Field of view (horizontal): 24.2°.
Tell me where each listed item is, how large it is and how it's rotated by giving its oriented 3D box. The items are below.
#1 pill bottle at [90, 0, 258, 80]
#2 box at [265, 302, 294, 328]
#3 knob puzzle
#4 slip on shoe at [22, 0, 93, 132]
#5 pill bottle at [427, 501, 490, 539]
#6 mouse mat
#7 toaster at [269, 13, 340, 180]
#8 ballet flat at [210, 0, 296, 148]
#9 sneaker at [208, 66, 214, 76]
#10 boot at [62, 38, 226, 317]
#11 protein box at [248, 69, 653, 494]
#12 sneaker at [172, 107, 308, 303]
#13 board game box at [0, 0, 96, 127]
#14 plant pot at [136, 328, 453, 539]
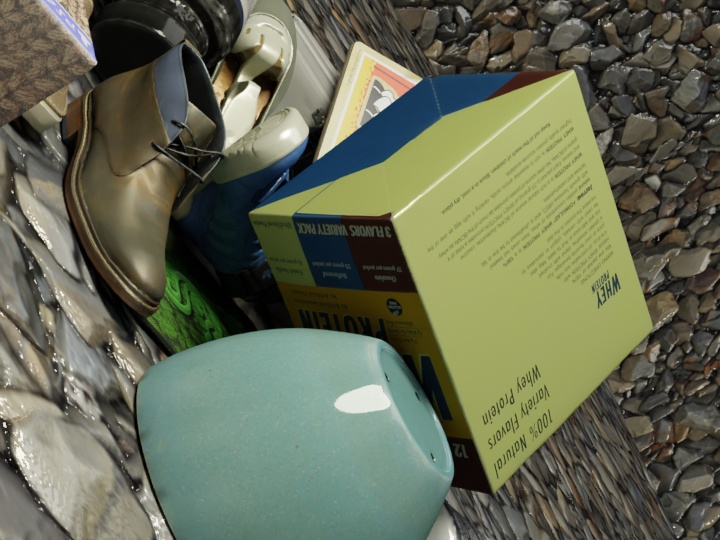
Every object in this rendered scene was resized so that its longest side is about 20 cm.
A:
[{"bbox_3d":[-0.130,-0.225,1.282,0.112,0.111,0.201,53,45,-34],"label":"pill bottle"},{"bbox_3d":[0.000,0.000,1.289,0.145,0.199,0.037,53,48,-36],"label":"box"},{"bbox_3d":[0.057,-0.070,1.367,0.218,0.030,0.222,12,66,-29],"label":"knob puzzle"},{"bbox_3d":[-0.206,-0.166,1.094,0.076,0.060,0.201,53,13,-33],"label":"slip on shoe"},{"bbox_3d":[0.056,0.226,1.164,0.200,0.106,0.107,46,17,-52],"label":"pill bottle"},{"bbox_3d":[-0.112,0.033,1.159,0.200,0.007,0.162,54,13,-37],"label":"mouse mat"},{"bbox_3d":[-0.065,-0.133,1.459,0.130,0.113,0.200,59,-7,17],"label":"toaster"},{"bbox_3d":[-0.087,-0.146,1.317,0.067,0.064,0.201,33,60,-17],"label":"ballet flat"},{"bbox_3d":[-0.149,-0.183,1.377,0.079,0.078,0.202,-8,78,-32],"label":"sneaker"},{"bbox_3d":[-0.132,-0.067,1.069,0.075,0.097,0.201,40,22,-44],"label":"boot"},{"bbox_3d":[0.066,0.002,1.118,0.198,0.134,0.201,-39,119,-36],"label":"protein box"},{"bbox_3d":[-0.065,-0.037,1.171,0.112,0.077,0.200,55,-29,-6],"label":"sneaker"},{"bbox_3d":[-0.239,-0.197,0.923,0.160,0.096,0.201,50,15,-44],"label":"board game box"},{"bbox_3d":[-0.023,0.114,1.006,0.201,0.134,0.201,56,13,-20],"label":"plant pot"}]
